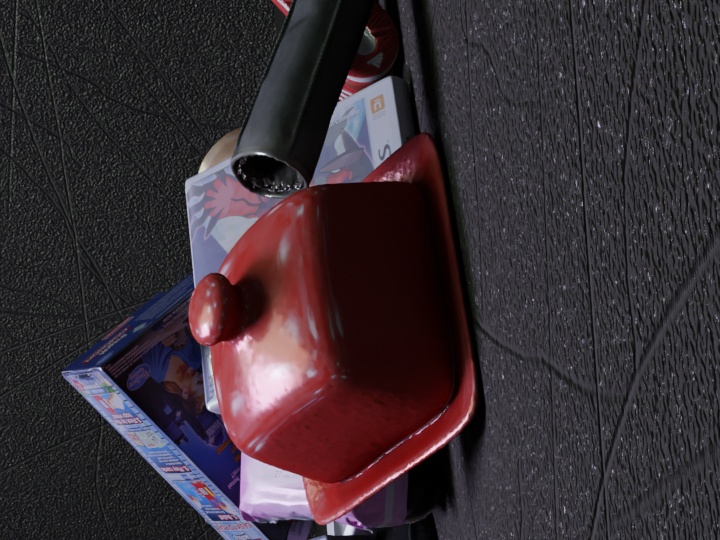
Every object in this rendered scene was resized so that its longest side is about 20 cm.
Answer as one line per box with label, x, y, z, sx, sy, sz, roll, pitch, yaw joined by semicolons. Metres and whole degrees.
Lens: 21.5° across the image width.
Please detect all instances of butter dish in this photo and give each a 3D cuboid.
butter dish;-0.036;0.032;1.165;0.200;0.147;0.201;-39;51;47

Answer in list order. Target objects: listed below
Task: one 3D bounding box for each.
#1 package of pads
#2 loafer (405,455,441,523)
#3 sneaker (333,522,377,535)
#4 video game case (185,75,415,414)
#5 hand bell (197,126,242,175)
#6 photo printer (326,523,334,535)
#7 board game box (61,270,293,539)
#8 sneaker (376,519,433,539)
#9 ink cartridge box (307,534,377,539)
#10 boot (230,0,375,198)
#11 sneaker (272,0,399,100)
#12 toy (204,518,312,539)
package of pads;-0.023;0.083;1.353;0.075;0.120;0.202;9;-99;-52
loafer;0.023;0.155;1.441;0.200;0.071;0.074;174;105;-71
sneaker;-0.009;0.175;1.614;0.099;0.070;0.202;30;127;46
video game case;-0.038;-0.016;1.317;0.023;0.199;0.184;22;-127;-48
hand bell;-0.052;-0.032;1.543;0.200;0.103;0.105;-131;31;-52
photo printer;0.007;0.245;1.739;0.200;0.069;0.168;139;126;-86
board game box;-0.091;0.100;1.422;0.061;0.200;0.201;-9;116;51
sneaker;0.022;0.245;1.445;0.200;0.081;0.074;-101;4;-67
ink cartridge box;0.011;0.311;1.502;0.119;0.042;0.202;13;-121;-58
boot;-0.030;-0.142;1.242;0.182;0.072;0.202;111;172;-82
sneaker;-0.040;-0.197;1.404;0.201;0.078;0.116;60;171;20
toy;-0.068;0.112;1.518;0.047;0.115;0.202;3;76;44
